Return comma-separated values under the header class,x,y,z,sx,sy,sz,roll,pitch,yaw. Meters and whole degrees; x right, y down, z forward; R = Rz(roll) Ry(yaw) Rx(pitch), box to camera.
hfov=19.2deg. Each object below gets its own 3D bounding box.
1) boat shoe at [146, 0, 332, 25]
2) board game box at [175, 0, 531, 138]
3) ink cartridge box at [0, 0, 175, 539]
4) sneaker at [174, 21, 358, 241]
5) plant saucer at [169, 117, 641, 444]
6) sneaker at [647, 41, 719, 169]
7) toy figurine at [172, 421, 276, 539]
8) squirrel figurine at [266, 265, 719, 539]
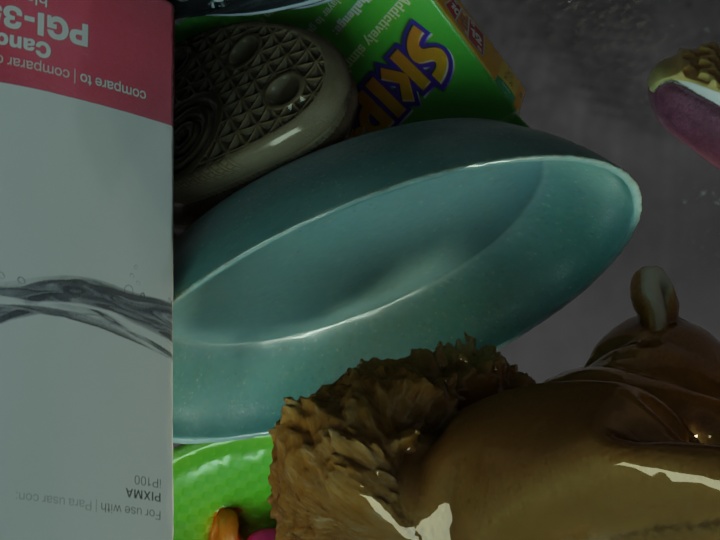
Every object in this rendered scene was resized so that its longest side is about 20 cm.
class,x,y,z,sx,sy,sz,roll,pitch,yaw
boat shoe,-0.075,-0.111,0.708,0.200,0.068,0.072,1,119,13
board game box,-0.027,-0.100,0.757,0.095,0.030,0.200,-30,106,27
ink cartridge box,-0.128,0.020,0.682,0.083,0.200,0.146,13,155,-34
sneaker,-0.063,-0.031,0.772,0.200,0.071,0.076,-15,139,42
plant saucer,0.000,0.000,0.744,0.200,0.200,0.036,-33,67,26
sneaker,0.177,-0.002,0.741,0.200,0.075,0.090,28,115,-3
toy figurine,-0.034,0.192,0.814,0.150,0.184,0.200,9,126,-11
squirrel figurine,0.067,0.065,0.741,0.200,0.187,0.142,13,119,12
